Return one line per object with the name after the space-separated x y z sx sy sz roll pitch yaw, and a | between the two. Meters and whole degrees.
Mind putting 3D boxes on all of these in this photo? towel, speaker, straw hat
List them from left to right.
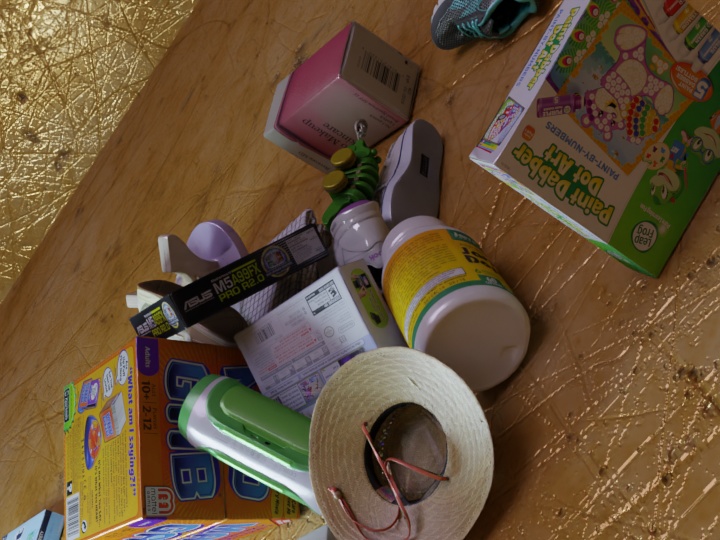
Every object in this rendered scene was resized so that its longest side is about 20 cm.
-0.087 0.180 1.036 0.200 0.088 0.089 23 82 22 | speaker
-0.093 0.043 1.334 0.166 0.086 0.200 -38 35 41 | towel
0.050 0.167 0.933 0.201 0.085 0.201 -1 89 31 | straw hat

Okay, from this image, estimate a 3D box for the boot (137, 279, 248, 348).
-0.228 0.112 1.334 0.200 0.072 0.155 23 112 35 | boot

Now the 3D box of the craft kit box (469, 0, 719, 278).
0.216 -0.125 0.820 0.198 0.200 0.049 -59 27 3 | craft kit box

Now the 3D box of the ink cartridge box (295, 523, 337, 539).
-0.028 0.340 0.956 0.176 0.045 0.200 -37 34 41 | ink cartridge box

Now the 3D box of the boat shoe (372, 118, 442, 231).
0.044 -0.097 1.239 0.086 0.075 0.202 -34 34 41 | boat shoe

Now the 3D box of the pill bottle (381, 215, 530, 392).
0.084 0.024 1.001 0.113 0.113 0.200 -53 26 15 | pill bottle

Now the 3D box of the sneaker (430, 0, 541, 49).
0.158 -0.328 1.278 0.200 0.078 0.091 -30 43 48 | sneaker

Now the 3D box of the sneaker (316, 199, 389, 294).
0.000 0.000 1.177 0.100 0.075 0.200 62 166 18 | sneaker

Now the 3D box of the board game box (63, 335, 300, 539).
-0.215 0.211 1.181 0.200 0.200 0.200 -31 58 45 | board game box

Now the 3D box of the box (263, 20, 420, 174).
-0.029 -0.245 1.458 0.200 0.128 0.109 -29 41 48 | box

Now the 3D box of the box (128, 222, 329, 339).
-0.154 0.019 1.172 0.200 0.044 0.160 -28 3 -30 | box

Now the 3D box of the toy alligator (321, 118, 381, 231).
0.001 -0.124 1.221 0.054 0.059 0.200 -7 43 26 | toy alligator

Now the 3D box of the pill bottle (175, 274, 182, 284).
-0.271 0.090 1.565 0.111 0.111 0.200 -25 42 49 | pill bottle

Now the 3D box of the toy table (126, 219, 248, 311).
-0.229 0.036 1.432 0.184 0.117 0.200 -14 93 36 | toy table

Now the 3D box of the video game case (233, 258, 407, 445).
-0.030 0.110 1.070 0.200 0.045 0.181 -33 80 43 | video game case

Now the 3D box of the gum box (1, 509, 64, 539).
-0.606 0.534 1.784 0.200 0.045 0.170 -34 36 41 | gum box
